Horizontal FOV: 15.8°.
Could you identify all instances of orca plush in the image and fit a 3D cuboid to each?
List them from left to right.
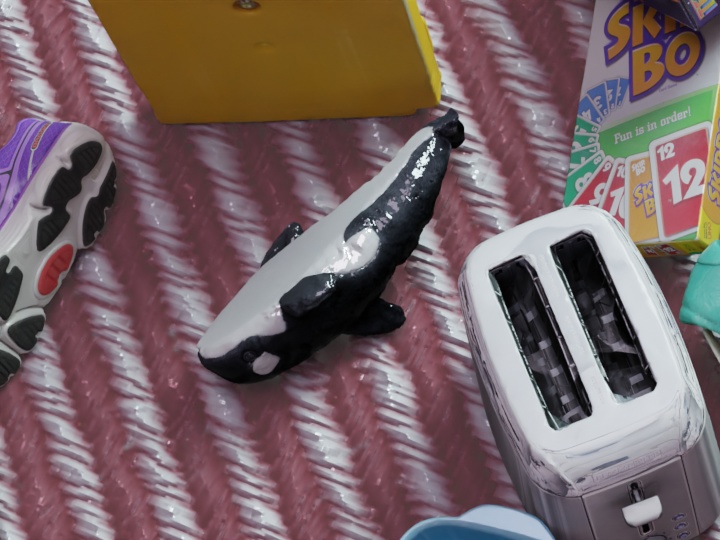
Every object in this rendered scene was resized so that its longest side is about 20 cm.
[{"bbox_3d":[0.000,0.000,1.474,0.200,0.071,0.105,-50,23,-16],"label":"orca plush"}]

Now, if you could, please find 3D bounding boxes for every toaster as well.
[{"bbox_3d":[0.119,0.053,1.377,0.113,0.129,0.201,-20,65,1],"label":"toaster"}]

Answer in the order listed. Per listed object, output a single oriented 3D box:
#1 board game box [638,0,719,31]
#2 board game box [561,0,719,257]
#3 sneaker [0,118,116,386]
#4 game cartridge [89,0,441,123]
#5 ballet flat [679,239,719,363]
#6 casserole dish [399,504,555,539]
[{"bbox_3d":[0.189,-0.232,1.476,0.165,0.057,0.200,-41,33,-6],"label":"board game box"},{"bbox_3d":[0.169,-0.105,1.465,0.095,0.030,0.201,-4,66,39],"label":"board game box"},{"bbox_3d":[-0.220,-0.003,1.510,0.083,0.081,0.201,18,63,35],"label":"sneaker"},{"bbox_3d":[-0.053,-0.138,1.454,0.175,0.200,0.033,-1,69,10],"label":"game cartridge"},{"bbox_3d":[0.248,0.064,1.372,0.200,0.067,0.071,41,105,24],"label":"ballet flat"},{"bbox_3d":[0.057,0.224,1.352,0.120,0.039,0.202,13,81,16],"label":"casserole dish"}]
